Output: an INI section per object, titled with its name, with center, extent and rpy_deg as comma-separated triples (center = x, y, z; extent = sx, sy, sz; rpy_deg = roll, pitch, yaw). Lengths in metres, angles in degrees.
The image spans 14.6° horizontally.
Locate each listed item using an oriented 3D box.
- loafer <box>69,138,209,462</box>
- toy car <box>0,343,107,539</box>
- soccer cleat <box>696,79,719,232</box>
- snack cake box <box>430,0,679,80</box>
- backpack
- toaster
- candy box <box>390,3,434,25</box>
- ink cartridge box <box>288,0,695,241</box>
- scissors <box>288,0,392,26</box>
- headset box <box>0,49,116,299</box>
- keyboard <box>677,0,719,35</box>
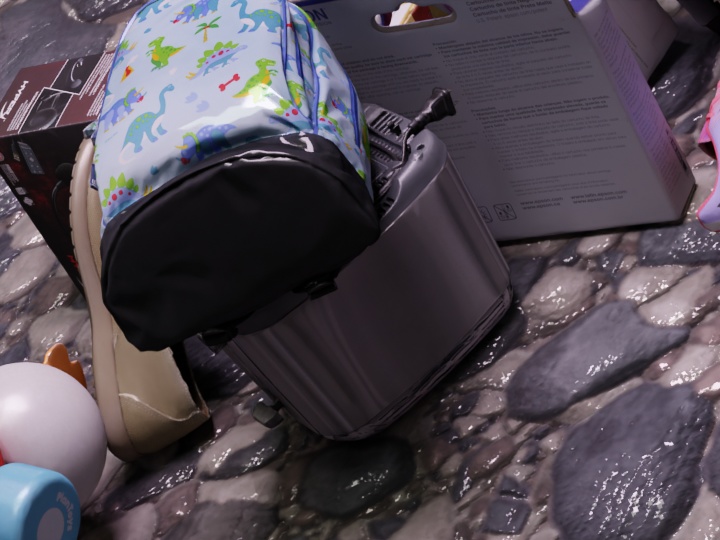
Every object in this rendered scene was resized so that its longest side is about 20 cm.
[loafer]
center = -0.130, 0.012, 1.685
extent = 0.067, 0.201, 0.076
rpy_deg = -8, 0, 6
[toy car]
center = -0.202, 0.130, 1.605
extent = 0.183, 0.178, 0.200
rpy_deg = 9, 33, 30
[soccer cleat]
center = 0.226, -0.101, 1.612
extent = 0.076, 0.067, 0.201
rpy_deg = -21, 39, 22
[snack cake box]
center = 0.089, -0.176, 1.755
extent = 0.200, 0.115, 0.067
rpy_deg = 21, 73, 50
[backpack]
center = -0.069, -0.072, 1.534
extent = 0.163, 0.154, 0.200
rpy_deg = -25, 19, 21
[toaster]
center = 0.000, 0.000, 1.608
extent = 0.200, 0.129, 0.113
rpy_deg = -43, 37, -14
[candy box]
center = -0.024, -0.113, 1.776
extent = 0.199, 0.117, 0.057
rpy_deg = 1, 47, 39
[ink cartridge box]
center = 0.067, -0.102, 1.617
extent = 0.199, 0.200, 0.041
rpy_deg = -6, 42, 32
[scissors]
center = -0.022, -0.170, 1.560
extent = 0.073, 0.200, 0.014
rpy_deg = 3, 73, 4
[headset box]
center = -0.114, -0.064, 1.760
extent = 0.199, 0.149, 0.077
rpy_deg = -6, 41, 32
[keyboard]
center = 0.147, -0.220, 1.688
extent = 0.021, 0.127, 0.200
rpy_deg = -46, 75, 12
